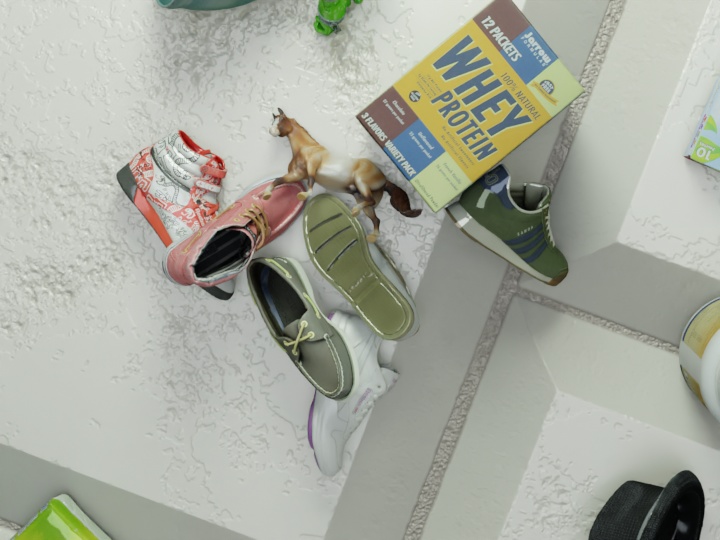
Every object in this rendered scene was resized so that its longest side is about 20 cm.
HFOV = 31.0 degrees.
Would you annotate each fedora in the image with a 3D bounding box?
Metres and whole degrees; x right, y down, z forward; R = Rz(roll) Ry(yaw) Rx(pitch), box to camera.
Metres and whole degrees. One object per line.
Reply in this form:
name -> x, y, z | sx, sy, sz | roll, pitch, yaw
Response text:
fedora -> 0.323, 0.318, 1.518 | 0.092, 0.201, 0.201 | 16, 99, 35

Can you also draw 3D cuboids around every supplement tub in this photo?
supplement tub -> 0.440, 0.108, 1.443 | 0.144, 0.200, 0.145 | 1, 98, 4

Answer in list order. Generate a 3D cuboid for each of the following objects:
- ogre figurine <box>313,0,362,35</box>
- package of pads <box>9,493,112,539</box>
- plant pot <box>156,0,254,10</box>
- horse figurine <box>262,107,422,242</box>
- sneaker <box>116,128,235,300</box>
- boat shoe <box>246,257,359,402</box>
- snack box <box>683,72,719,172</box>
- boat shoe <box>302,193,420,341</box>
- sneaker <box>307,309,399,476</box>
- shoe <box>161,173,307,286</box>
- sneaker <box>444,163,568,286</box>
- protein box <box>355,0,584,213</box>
ogre figurine -> -0.010, -0.364, 1.454 | 0.098, 0.120, 0.200 | 41, 99, -2
package of pads -> -0.357, 0.397, 1.600 | 0.155, 0.068, 0.200 | -44, 92, 6
plant pot -> -0.138, -0.377, 1.440 | 0.134, 0.200, 0.200 | 8, 99, -25
horse figurine -> -0.025, -0.103, 1.501 | 0.200, 0.133, 0.050 | 20, 129, -3
sneaker -> -0.187, -0.070, 1.530 | 0.108, 0.067, 0.201 | -38, 91, 10
boat shoe -> -0.070, 0.067, 1.499 | 0.072, 0.060, 0.202 | -43, 62, 23
snack box -> 0.476, -0.194, 1.477 | 0.142, 0.053, 0.200 | 23, 98, 2
boat shoe -> 0.000, 0.000, 1.526 | 0.075, 0.068, 0.200 | -35, 73, 12
sneaker -> -0.008, 0.151, 1.541 | 0.100, 0.075, 0.200 | 9, 98, 4
shoe -> -0.128, -0.044, 1.481 | 0.200, 0.091, 0.072 | -35, 109, -21
sneaker -> 0.189, -0.053, 1.458 | 0.200, 0.067, 0.090 | 28, 111, -40
protein box -> 0.118, -0.182, 1.429 | 0.200, 0.199, 0.135 | -39, 93, 7
